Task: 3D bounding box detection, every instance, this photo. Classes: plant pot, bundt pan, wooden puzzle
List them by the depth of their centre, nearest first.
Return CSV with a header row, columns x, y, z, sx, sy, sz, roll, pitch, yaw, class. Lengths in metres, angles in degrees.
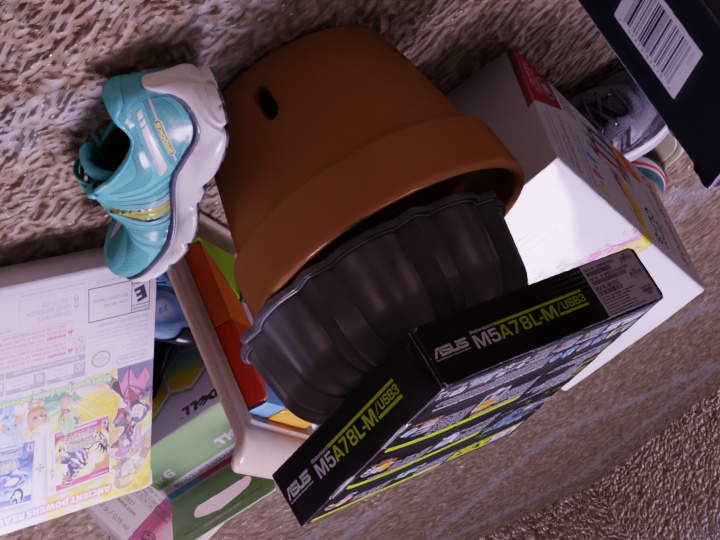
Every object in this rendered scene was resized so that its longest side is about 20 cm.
x,y,z,sx,sy,sz,roll,pitch,yaw,class
0.026,0.036,1.054,0.202,0.076,0.202,-28,162,-10,bundt pan
-0.011,-0.066,1.069,0.200,0.140,0.200,-28,162,-10,plant pot
-0.082,0.053,1.185,0.037,0.200,0.185,-22,165,10,wooden puzzle

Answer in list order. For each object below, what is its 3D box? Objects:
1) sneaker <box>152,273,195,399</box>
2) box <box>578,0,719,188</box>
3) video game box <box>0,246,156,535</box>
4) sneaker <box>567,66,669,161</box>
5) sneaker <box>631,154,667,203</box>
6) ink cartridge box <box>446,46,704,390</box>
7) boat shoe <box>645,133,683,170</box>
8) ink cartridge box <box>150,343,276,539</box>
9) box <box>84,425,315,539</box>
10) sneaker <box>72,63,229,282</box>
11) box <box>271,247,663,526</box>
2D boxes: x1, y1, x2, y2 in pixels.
x,y,z,sx,sy,sz,roll,pitch,yaw,class
-0.198,0.072,1.225,0.200,0.090,0.078,-40,161,29,sneaker
0.279,-0.193,1.107,0.200,0.197,0.117,-24,161,-22,box
-0.231,0.086,1.110,0.200,0.047,0.182,-13,113,-42,video game box
0.185,-0.121,1.359,0.200,0.076,0.114,-35,162,11,sneaker
0.173,-0.040,1.436,0.200,0.093,0.070,-11,138,24,sneaker
0.138,-0.036,1.253,0.145,0.145,0.200,-38,129,20,ink cartridge box
0.237,-0.104,1.491,0.200,0.075,0.068,-28,-166,50,boat shoe
-0.129,0.105,1.250,0.104,0.200,0.059,-33,128,18,ink cartridge box
-0.144,0.171,1.447,0.200,0.109,0.128,-45,176,-13,box
-0.140,-0.063,1.013,0.080,0.078,0.200,-3,148,-20,sneaker
0.067,0.074,1.023,0.200,0.048,0.193,-19,162,-38,box
